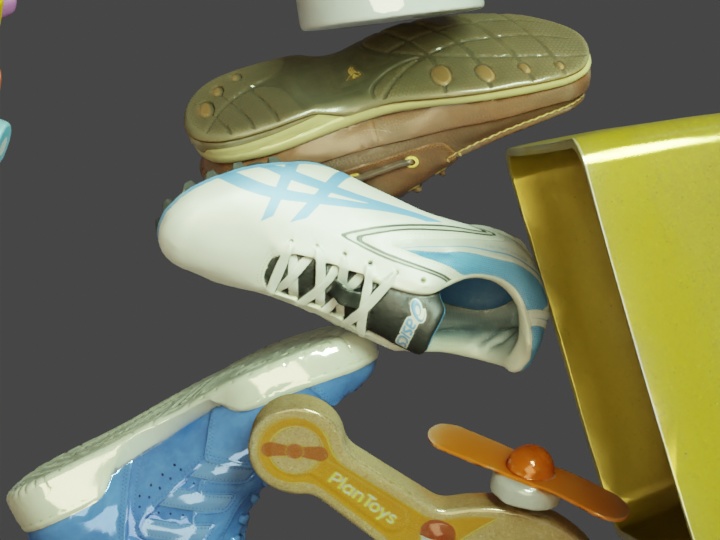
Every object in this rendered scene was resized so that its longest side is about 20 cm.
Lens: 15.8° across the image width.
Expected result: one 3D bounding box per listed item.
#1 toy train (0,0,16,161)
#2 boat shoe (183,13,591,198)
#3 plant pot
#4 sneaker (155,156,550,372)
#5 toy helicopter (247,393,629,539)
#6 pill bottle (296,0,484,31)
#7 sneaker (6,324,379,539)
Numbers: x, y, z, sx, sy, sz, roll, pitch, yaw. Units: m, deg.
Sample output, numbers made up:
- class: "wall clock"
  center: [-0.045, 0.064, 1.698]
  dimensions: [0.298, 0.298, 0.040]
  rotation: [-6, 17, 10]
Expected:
- class: "toy train"
  center: [-0.244, -0.128, 1.244]
  dimensions: [0.199, 0.150, 0.056]
  rotation: [23, 131, 7]
- class: "boat shoe"
  center: [0.016, -0.074, 1.269]
  dimensions: [0.199, 0.072, 0.068]
  rotation: [-13, 127, 2]
- class: "plant pot"
  center: [0.191, 0.012, 1.200]
  dimensions: [0.176, 0.200, 0.201]
  rotation: [-18, 93, -5]
- class: "sneaker"
  center: [0.000, 0.000, 1.236]
  dimensions: [0.199, 0.073, 0.072]
  rotation: [13, 124, -18]
- class: "toy helicopter"
  center: [0.037, 0.119, 1.236]
  dimensions: [0.200, 0.079, 0.132]
  rotation: [35, 112, -14]
- class: "pill bottle"
  center: [0.004, -0.219, 1.226]
  dimensions: [0.119, 0.120, 0.201]
  rotation: [-7, 94, 6]
- class: "sneaker"
  center: [-0.064, 0.112, 1.282]
  dimensions: [0.199, 0.077, 0.112]
  rotation: [-28, 96, 2]
